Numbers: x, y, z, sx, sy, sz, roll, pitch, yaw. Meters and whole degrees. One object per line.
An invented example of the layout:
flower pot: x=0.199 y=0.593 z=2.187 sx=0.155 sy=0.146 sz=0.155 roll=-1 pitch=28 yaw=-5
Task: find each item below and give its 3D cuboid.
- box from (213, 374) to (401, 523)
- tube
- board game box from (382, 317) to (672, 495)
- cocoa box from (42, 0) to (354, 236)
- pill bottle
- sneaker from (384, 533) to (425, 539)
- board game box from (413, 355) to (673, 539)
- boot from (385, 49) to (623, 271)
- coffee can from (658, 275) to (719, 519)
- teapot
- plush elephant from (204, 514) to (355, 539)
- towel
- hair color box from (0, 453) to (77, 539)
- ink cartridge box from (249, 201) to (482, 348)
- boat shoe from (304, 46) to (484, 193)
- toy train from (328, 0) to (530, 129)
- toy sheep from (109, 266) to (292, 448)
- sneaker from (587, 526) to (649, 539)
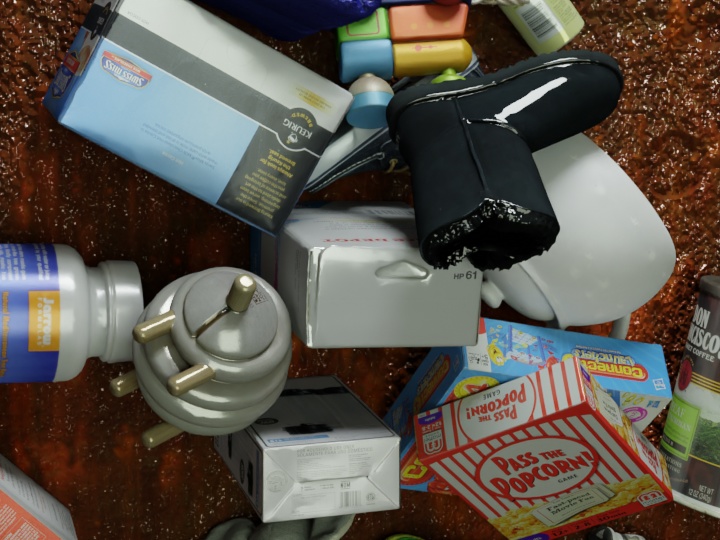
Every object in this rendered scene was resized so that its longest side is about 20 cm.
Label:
box: x=-0.049 y=0.143 z=1.305 sx=0.116 sy=0.200 sz=0.060 roll=-3 pitch=101 yaw=-15
tube: x=0.117 y=-0.277 z=1.351 sx=0.200 sy=0.052 sz=0.058 roll=50 pitch=43 yaw=-17
board game box: x=0.136 y=0.128 z=1.374 sx=0.195 sy=0.056 sz=0.200 roll=9 pitch=141 yaw=-19
cocoa box: x=-0.133 y=-0.136 z=1.253 sx=0.199 sy=0.133 sz=0.132 roll=28 pitch=94 yaw=-20
pill bottle: x=-0.278 y=0.034 z=1.255 sx=0.199 sy=0.112 sz=0.113 roll=-1 pitch=102 yaw=-18
sneaker: x=0.109 y=0.293 z=1.448 sx=0.199 sy=0.084 sz=0.074 roll=9 pitch=99 yaw=-20
board game box: x=0.157 y=0.159 z=1.331 sx=0.151 sy=0.046 sz=0.200 roll=-23 pitch=140 yaw=21
boot: x=0.127 y=-0.081 z=1.208 sx=0.199 sy=0.169 sz=0.077 roll=-11 pitch=139 yaw=-6
coffee can: x=0.363 y=0.120 z=1.456 sx=0.146 sy=0.146 sz=0.201 roll=10 pitch=99 yaw=-19
teapot: x=0.162 y=-0.019 z=1.345 sx=0.146 sy=0.197 sz=0.200 roll=-42 pitch=79 yaw=-5
plush elephant: x=-0.056 y=0.281 z=1.371 sx=0.200 sy=0.164 sz=0.156 roll=47 pitch=44 yaw=-51
towel: x=-0.077 y=-0.231 z=1.216 sx=0.147 sy=0.200 sz=0.050 roll=21 pitch=85 yaw=-21
hair color box: x=-0.323 y=0.173 z=1.278 sx=0.061 sy=0.101 sz=0.200 roll=-46 pitch=109 yaw=-2
ink cartridge box: x=0.000 y=0.000 z=1.288 sx=0.144 sy=0.200 sz=0.085 roll=0 pitch=102 yaw=-17
boat shoe: x=0.035 y=-0.104 z=1.345 sx=0.200 sy=0.071 sz=0.091 roll=-35 pitch=105 yaw=-10
toy train: x=0.075 y=-0.181 z=1.289 sx=0.199 sy=0.085 sz=0.116 roll=-4 pitch=73 yaw=-5
toy sheep: x=-0.116 y=0.063 z=1.223 sx=0.137 sy=0.200 sz=0.139 roll=11 pitch=60 yaw=-19
sneaker: x=0.256 y=0.353 z=1.511 sx=0.115 sy=0.076 sz=0.201 roll=14 pitch=95 yaw=-18
